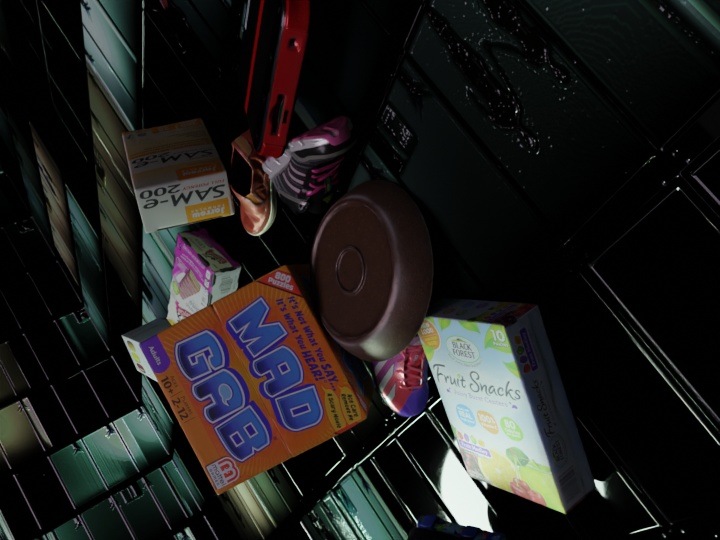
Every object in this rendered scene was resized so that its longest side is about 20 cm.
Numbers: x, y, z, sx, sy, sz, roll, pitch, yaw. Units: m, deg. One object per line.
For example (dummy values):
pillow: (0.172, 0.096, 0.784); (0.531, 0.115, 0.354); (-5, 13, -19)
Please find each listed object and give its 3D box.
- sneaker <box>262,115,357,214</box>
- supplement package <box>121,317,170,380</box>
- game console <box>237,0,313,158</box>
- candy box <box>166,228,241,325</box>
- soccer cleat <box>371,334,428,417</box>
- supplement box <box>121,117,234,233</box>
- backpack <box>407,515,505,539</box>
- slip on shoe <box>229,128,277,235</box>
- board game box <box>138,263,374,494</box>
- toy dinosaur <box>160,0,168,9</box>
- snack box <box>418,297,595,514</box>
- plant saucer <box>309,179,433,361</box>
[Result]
sneaker: (-0.048, -0.112, 0.783); (0.088, 0.074, 0.200); (63, 154, -6)
supplement package: (-0.524, 0.201, 1.776); (0.200, 0.109, 0.114); (1, 114, 58)
game console: (-0.095, -0.240, 0.727); (0.200, 0.031, 0.177); (111, 151, -45)
candy box: (-0.293, 0.043, 1.269); (0.136, 0.061, 0.200); (40, 129, 35)
soccer cleat: (0.051, 0.090, 0.792); (0.073, 0.068, 0.200); (21, 127, 56)
supplement box: (-0.269, -0.144, 1.001); (0.200, 0.126, 0.074); (-124, 24, -50)
backpack: (0.148, 0.404, 0.822); (0.200, 0.135, 0.183); (2, 121, 29)
slip on shoe: (-0.154, -0.119, 0.959); (0.074, 0.061, 0.200); (49, 150, 21)
board game box: (-0.118, 0.124, 0.882); (0.200, 0.200, 0.200); (62, -176, 1)
toy dinosaur: (-0.298, -0.488, 0.909); (0.200, 0.105, 0.181); (31, 143, -20)
snack box: (0.141, 0.129, 0.693); (0.142, 0.053, 0.200); (0, 114, 57)
plant saucer: (0.000, 0.000, 0.751); (0.200, 0.034, 0.200); (-3, 87, 52)
